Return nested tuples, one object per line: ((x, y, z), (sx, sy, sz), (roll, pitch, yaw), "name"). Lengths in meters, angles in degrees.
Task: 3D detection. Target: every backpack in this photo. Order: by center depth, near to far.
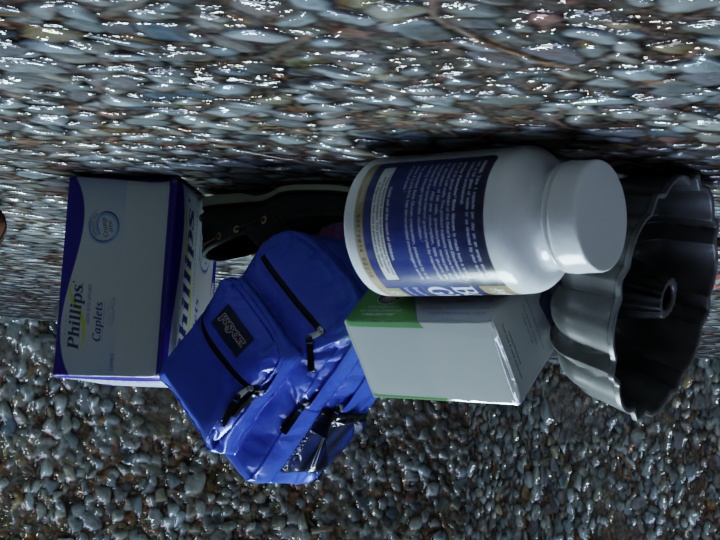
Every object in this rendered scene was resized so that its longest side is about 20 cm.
((-0.060, 0.070, 1.392), (0.163, 0.200, 0.167), (49, -161, 26), "backpack")

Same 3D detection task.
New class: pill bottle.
((0.095, -0.037, 1.213), (0.199, 0.112, 0.111), (-2, 172, 37), "pill bottle")

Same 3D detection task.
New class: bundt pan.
((0.216, 0.015, 1.293), (0.075, 0.203, 0.201), (13, -179, 33), "bundt pan")

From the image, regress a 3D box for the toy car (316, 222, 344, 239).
((0.000, 0.000, 1.545), (0.199, 0.176, 0.150), (-3, 135, 47), "toy car")

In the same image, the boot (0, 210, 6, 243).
((-0.449, -0.048, 1.581), (0.187, 0.069, 0.200), (4, 173, -5), "boot")

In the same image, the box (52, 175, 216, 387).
((-0.207, 0.017, 1.516), (0.104, 0.185, 0.200), (3, 175, 8), "box")

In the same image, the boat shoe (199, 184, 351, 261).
((-0.069, -0.044, 1.465), (0.200, 0.064, 0.073), (-7, 167, 40), "boat shoe")

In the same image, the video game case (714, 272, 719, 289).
((0.439, -0.006, 1.634), (0.142, 0.018, 0.200), (-12, 176, -9), "video game case")

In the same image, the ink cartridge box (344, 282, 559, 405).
((0.100, 0.015, 1.333), (0.145, 0.088, 0.200), (0, -146, 35), "ink cartridge box")
